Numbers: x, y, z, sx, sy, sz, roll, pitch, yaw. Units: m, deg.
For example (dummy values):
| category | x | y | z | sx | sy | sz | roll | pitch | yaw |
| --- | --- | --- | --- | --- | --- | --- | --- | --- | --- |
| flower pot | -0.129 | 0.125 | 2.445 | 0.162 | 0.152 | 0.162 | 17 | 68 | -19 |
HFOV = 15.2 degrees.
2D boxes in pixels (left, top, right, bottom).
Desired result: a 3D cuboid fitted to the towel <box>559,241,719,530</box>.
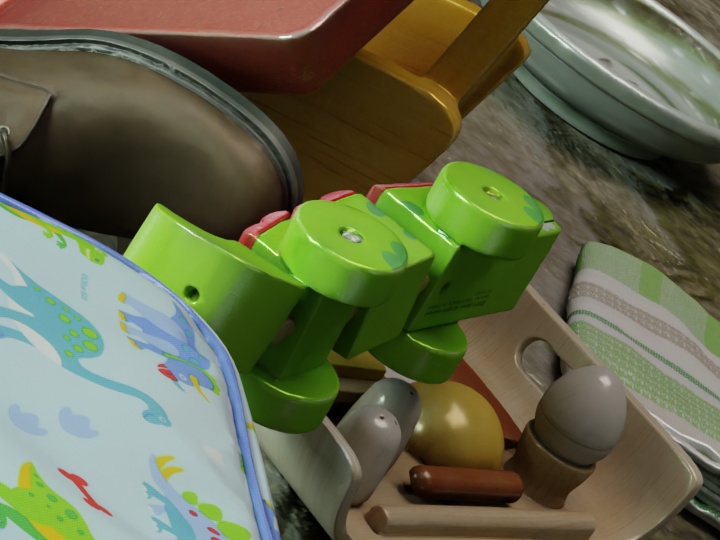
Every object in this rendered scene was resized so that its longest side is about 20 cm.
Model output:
| category | x | y | z | sx | sy | sz | roll | pitch | yaw |
| --- | --- | --- | --- | --- | --- | --- | --- | --- | --- |
| towel | 0.153 | 0.055 | 1.149 | 0.149 | 0.031 | 0.200 | 33 | 20 | -6 |

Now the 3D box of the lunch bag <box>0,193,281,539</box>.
| category | x | y | z | sx | sy | sz | roll | pitch | yaw |
| --- | --- | --- | --- | --- | --- | --- | --- | --- | --- |
| lunch bag | -0.098 | 0.055 | 0.693 | 0.160 | 0.083 | 0.200 | 24 | 23 | -24 |

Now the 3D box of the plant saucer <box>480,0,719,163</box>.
| category | x | y | z | sx | sy | sz | roll | pitch | yaw |
| --- | --- | --- | --- | --- | --- | --- | --- | --- | --- |
| plant saucer | 0.133 | -0.110 | 1.453 | 0.200 | 0.050 | 0.200 | 29 | 21 | -12 |

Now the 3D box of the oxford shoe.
| category | x | y | z | sx | sy | sz | roll | pitch | yaw |
| --- | --- | --- | --- | --- | --- | --- | --- | --- | --- |
| oxford shoe | -0.118 | -0.037 | 0.867 | 0.199 | 0.073 | 0.085 | 14 | 36 | 6 |

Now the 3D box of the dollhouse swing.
| category | x | y | z | sx | sy | sz | roll | pitch | yaw |
| --- | --- | --- | --- | --- | --- | --- | --- | --- | --- |
| dollhouse swing | 0.007 | -0.129 | 1.085 | 0.181 | 0.176 | 0.200 | 28 | 18 | 5 |

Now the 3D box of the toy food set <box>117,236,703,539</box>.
| category | x | y | z | sx | sy | sz | roll | pitch | yaw |
| --- | --- | --- | --- | --- | --- | --- | --- | --- | --- |
| toy food set | 0.020 | 0.032 | 0.955 | 0.200 | 0.061 | 0.144 | 9 | 32 | -50 |

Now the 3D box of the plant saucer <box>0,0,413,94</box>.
| category | x | y | z | sx | sy | sz | roll | pitch | yaw |
| --- | --- | --- | --- | --- | --- | --- | --- | --- | --- |
| plant saucer | -0.043 | -0.118 | 0.965 | 0.199 | 0.037 | 0.200 | 6 | 36 | 35 |

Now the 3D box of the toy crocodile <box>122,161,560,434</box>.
| category | x | y | z | sx | sy | sz | roll | pitch | yaw |
| --- | --- | --- | --- | --- | --- | --- | --- | --- | --- |
| toy crocodile | 0.000 | 0.000 | 0.866 | 0.062 | 0.068 | 0.200 | 41 | 29 | 23 |
